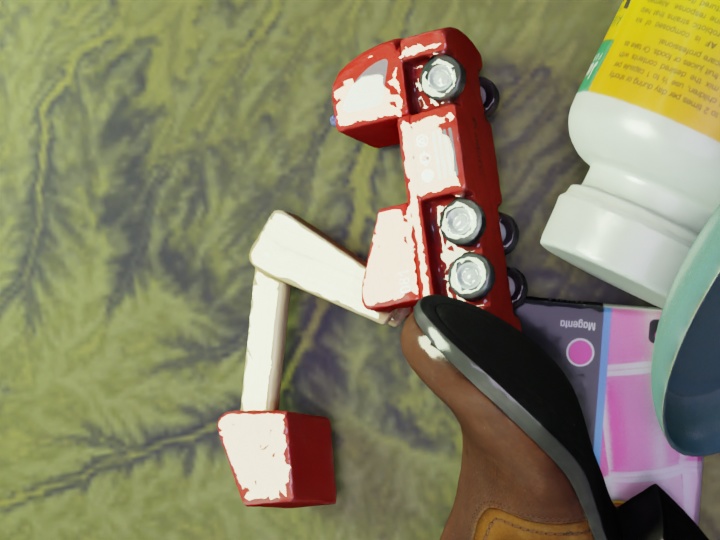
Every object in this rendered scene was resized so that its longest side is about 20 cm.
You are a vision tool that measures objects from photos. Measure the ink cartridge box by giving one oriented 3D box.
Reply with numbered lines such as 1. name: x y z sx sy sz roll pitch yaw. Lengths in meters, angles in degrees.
1. ink cartridge box: 0.106 0.114 0.932 0.095 0.037 0.200 4 92 6

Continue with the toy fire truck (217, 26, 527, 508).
1. toy fire truck: 0.000 0.000 0.928 0.141 0.049 0.200 -13 77 23

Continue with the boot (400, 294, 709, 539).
1. boot: 0.027 0.127 0.890 0.200 0.068 0.188 -38 111 20

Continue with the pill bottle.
1. pill bottle: 0.159 -0.083 0.885 0.113 0.113 0.200 26 89 5

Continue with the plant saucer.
1. plant saucer: 0.188 -0.008 0.854 0.027 0.200 0.200 42 94 28
